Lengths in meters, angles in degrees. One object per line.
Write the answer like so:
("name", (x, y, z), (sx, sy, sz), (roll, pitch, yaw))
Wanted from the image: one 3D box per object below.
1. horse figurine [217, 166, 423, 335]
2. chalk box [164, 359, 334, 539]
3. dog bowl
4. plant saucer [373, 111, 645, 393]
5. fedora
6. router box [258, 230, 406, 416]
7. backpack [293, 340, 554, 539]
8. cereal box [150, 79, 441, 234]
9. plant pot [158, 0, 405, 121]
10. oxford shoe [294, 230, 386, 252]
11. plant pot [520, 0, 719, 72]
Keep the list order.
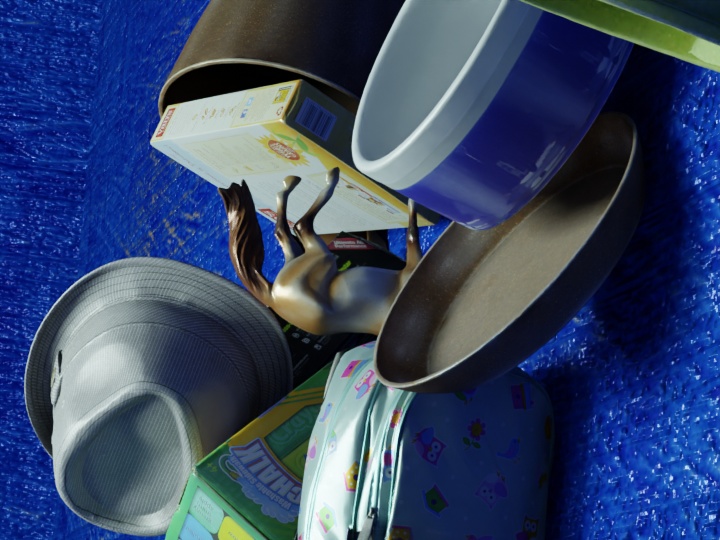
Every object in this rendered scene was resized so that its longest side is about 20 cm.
("horse figurine", (0.000, 0.000, 1.627), (0.050, 0.199, 0.133), (96, -175, -65))
("chalk box", (-0.043, 0.172, 1.610), (0.200, 0.125, 0.124), (-37, -20, -40))
("dog bowl", (0.080, -0.126, 1.429), (0.200, 0.079, 0.200), (-54, 18, 26))
("plant saucer", (0.088, -0.003, 1.393), (0.200, 0.034, 0.200), (-42, 18, 17))
("fedora", (-0.139, 0.098, 1.642), (0.200, 0.176, 0.090), (-58, 11, 35))
("router box", (-0.046, 0.083, 1.794), (0.200, 0.062, 0.150), (-46, -22, -52))
("backpack", (0.038, 0.139, 1.483), (0.126, 0.166, 0.201), (2, 83, 52))
("cereal box", (-0.044, -0.077, 1.792), (0.200, 0.144, 0.040), (-1, 60, 58))
("plant pot", (-0.036, -0.183, 1.897), (0.187, 0.186, 0.201), (123, 165, -60))
("oxford shoe", (-0.023, -0.040, 1.946), (0.200, 0.071, 0.072), (-96, 17, -48))
("plant pot", (0.147, -0.200, 1.155), (0.200, 0.200, 0.185), (-149, 78, -75))
